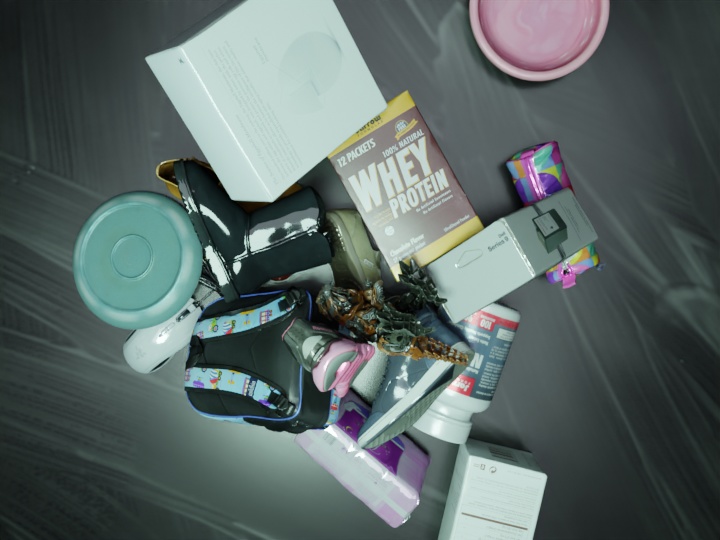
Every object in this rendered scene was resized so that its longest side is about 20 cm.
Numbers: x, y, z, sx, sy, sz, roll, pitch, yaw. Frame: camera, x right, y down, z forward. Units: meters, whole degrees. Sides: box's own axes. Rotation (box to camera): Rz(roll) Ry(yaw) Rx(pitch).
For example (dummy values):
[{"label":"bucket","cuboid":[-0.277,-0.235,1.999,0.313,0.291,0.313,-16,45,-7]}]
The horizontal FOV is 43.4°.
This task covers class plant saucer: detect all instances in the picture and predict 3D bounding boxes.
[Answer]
[{"label":"plant saucer","cuboid":[-0.326,-0.018,1.305,0.196,0.027,0.204,-1,82,7]},{"label":"plant saucer","cuboid":[0.251,-0.371,1.290,0.196,0.051,0.205,0,94,0]}]

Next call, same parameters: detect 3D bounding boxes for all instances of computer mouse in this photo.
[{"label":"computer mouse","cuboid":[-0.267,0.076,1.321,0.200,0.044,0.110,-43,93,2]}]

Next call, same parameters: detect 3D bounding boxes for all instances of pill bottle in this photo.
[{"label":"pill bottle","cuboid":[0.141,0.134,1.283,0.118,0.120,0.203,19,93,-1]}]

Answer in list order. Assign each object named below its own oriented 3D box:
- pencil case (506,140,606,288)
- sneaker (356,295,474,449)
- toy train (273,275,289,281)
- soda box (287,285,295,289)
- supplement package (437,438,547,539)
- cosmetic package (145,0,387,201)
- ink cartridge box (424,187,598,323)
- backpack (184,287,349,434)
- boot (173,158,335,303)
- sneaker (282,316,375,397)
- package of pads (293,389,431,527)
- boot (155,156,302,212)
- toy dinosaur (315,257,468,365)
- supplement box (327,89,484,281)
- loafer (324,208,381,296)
[{"label":"pencil case","cuboid":[0.275,-0.080,1.286,0.087,0.088,0.203,-21,90,2]},{"label":"sneaker","cuboid":[0.040,0.130,1.229,0.202,0.077,0.146,-46,66,9]},{"label":"toy train","cuboid":[-0.117,-0.038,1.270,0.196,0.116,0.086,-6,77,-2]},{"label":"soda box","cuboid":[-0.151,0.114,1.313,0.200,0.063,0.071,-42,92,2]},{"label":"supplement package","cuboid":[0.181,0.361,1.296,0.115,0.117,0.204,13,94,0]},{"label":"cosmetic package","cuboid":[-0.109,-0.221,1.074,0.200,0.122,0.201,-41,115,-24]},{"label":"ink cartridge box","cuboid":[0.198,-0.021,1.180,0.145,0.199,0.085,-36,82,40]},{"label":"backpack","cuboid":[-0.132,0.123,1.209,0.197,0.134,0.186,-5,71,29]},{"label":"boot","cuboid":[-0.134,-0.076,1.171,0.166,0.076,0.203,-24,104,-6]},{"label":"sneaker","cuboid":[-0.043,0.096,1.095,0.095,0.200,0.080,34,85,14]},{"label":"package of pads","cuboid":[0.005,0.257,1.287,0.199,0.121,0.076,41,111,-2]},{"label":"boot","cuboid":[-0.177,-0.112,1.258,0.197,0.144,0.072,7,87,0]},{"label":"toy dinosaur","cuboid":[0.044,0.061,1.142,0.196,0.136,0.104,9,59,-15]},{"label":"supplement box","cuboid":[0.055,-0.111,1.232,0.131,0.197,0.202,-30,92,3]},{"label":"loafer","cuboid":[0.000,0.000,1.290,0.068,0.075,0.203,-34,117,-35]}]
